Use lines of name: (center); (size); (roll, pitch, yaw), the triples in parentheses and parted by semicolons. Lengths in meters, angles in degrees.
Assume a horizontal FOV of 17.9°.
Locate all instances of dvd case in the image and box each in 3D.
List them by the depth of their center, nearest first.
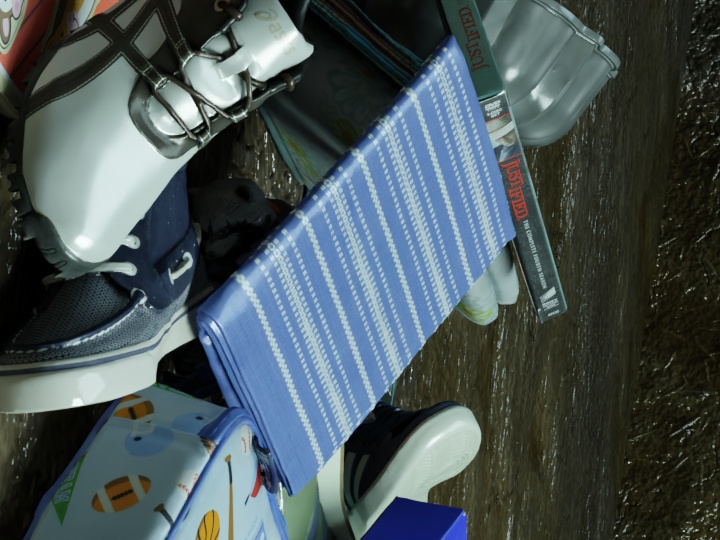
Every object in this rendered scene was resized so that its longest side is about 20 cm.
dvd case: (0.072, -0.084, 1.261); (0.200, 0.022, 0.147); (66, 7, -52)

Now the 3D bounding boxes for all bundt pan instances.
bundt pan: (0.058, -0.142, 1.431); (0.076, 0.201, 0.202); (-60, 164, -4)

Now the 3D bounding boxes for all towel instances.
towel: (0.000, 0.000, 1.117); (0.200, 0.024, 0.145); (-49, 142, -25)
towel: (0.002, -0.130, 1.263); (0.022, 0.147, 0.200); (-48, 176, 3)
towel: (0.013, -0.062, 1.307); (0.048, 0.171, 0.200); (-47, 156, -10)

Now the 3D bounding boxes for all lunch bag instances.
lunch bag: (-0.099, 0.160, 1.048); (0.200, 0.075, 0.161); (-57, 150, -37)

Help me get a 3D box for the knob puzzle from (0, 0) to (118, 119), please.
knob puzzle: (-0.126, -0.151, 0.971); (0.220, 0.030, 0.221); (6, 90, -77)

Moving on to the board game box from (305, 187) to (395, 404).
board game box: (-0.002, -0.002, 1.512); (0.151, 0.047, 0.201); (56, 41, -69)

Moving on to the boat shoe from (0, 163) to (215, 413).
boat shoe: (-0.118, -0.001, 1.005); (0.200, 0.074, 0.093); (-48, 131, -76)

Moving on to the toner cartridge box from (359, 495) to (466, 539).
toner cartridge box: (0.022, 0.231, 1.217); (0.095, 0.043, 0.201); (-42, 136, -54)

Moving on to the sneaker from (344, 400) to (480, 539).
sneaker: (0.010, 0.105, 1.381); (0.085, 0.075, 0.200); (59, -25, 13)

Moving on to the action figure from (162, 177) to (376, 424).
action figure: (-0.066, 0.040, 1.241); (0.200, 0.104, 0.194); (-33, 127, -35)

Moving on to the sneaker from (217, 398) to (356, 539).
sneaker: (-0.050, 0.145, 1.198); (0.090, 0.067, 0.201); (-30, 128, -30)

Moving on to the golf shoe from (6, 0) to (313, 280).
golf shoe: (-0.075, -0.085, 0.957); (0.078, 0.094, 0.201); (49, 52, -37)
